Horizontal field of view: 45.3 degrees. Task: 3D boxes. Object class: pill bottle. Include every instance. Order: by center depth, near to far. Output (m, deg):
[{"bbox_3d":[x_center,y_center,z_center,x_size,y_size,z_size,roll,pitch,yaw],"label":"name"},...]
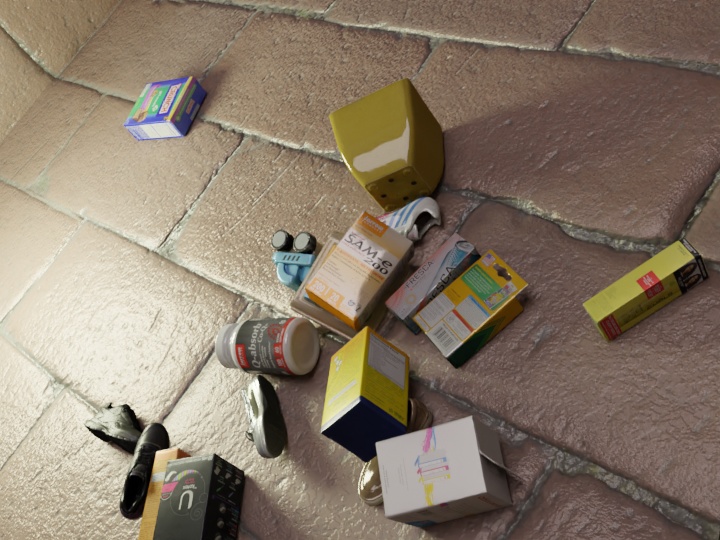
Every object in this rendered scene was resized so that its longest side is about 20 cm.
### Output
[{"bbox_3d":[-0.193,0.156,1.770,0.199,0.116,0.116,-4,56,32],"label":"pill bottle"}]

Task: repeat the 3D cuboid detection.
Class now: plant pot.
[{"bbox_3d":[0.067,-0.246,1.847,0.195,0.194,0.201,-21,54,20],"label":"plant pot"}]

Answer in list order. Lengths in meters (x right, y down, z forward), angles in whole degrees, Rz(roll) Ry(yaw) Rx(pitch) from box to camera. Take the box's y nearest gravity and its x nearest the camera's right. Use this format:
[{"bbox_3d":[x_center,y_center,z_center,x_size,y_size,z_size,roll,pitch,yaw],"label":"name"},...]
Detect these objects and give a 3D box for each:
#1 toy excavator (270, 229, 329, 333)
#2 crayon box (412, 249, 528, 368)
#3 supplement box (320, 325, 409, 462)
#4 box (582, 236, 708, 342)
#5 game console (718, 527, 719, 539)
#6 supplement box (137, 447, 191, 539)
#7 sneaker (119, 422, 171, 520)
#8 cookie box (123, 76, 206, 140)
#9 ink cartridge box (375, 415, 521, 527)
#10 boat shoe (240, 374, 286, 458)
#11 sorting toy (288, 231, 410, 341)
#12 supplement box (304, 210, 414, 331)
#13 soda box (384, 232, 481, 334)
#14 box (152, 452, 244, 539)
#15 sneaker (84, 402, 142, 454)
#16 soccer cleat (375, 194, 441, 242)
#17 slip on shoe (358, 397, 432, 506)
[{"bbox_3d":[-0.115,0.026,1.845,0.194,0.100,0.201,6,76,36],"label":"toy excavator"},{"bbox_3d":[0.210,0.071,1.604,0.200,0.052,0.126,-42,45,2],"label":"crayon box"},{"bbox_3d":[0.011,0.218,1.533,0.109,0.109,0.200,-42,22,28],"label":"supplement box"},{"bbox_3d":[0.475,0.033,1.437,0.200,0.075,0.050,-34,46,7],"label":"box"},{"bbox_3d":[0.559,0.323,1.133,0.175,0.116,0.201,1,58,34],"label":"game console"},{"bbox_3d":[-0.384,0.459,1.710,0.069,0.067,0.201,-15,50,25],"label":"supplement box"},{"bbox_3d":[-0.437,0.404,1.758,0.075,0.088,0.201,13,65,-3],"label":"sneaker"},{"bbox_3d":[-0.571,-0.472,2.523,0.199,0.075,0.172,2,59,34],"label":"cookie box"},{"bbox_3d":[0.146,0.325,1.391,0.199,0.129,0.126,-20,60,20],"label":"ink cartridge box"},{"bbox_3d":[-0.197,0.295,1.704,0.065,0.074,0.202,-36,41,14],"label":"boat shoe"},{"bbox_3d":[-0.023,0.032,1.750,0.185,0.037,0.200,26,71,15],"label":"sorting toy"},{"bbox_3d":[0.000,0.000,1.704,0.126,0.074,0.200,33,77,15],"label":"supplement box"},{"bbox_3d":[0.145,0.026,1.674,0.200,0.064,0.068,-45,45,-2],"label":"soda box"},{"bbox_3d":[-0.305,0.463,1.625,0.122,0.106,0.201,-16,51,25],"label":"box"},{"bbox_3d":[-0.521,0.339,1.892,0.199,0.076,0.091,14,57,36],"label":"sneaker"},{"bbox_3d":[0.077,-0.082,1.795,0.200,0.070,0.087,-32,45,10],"label":"soccer cleat"},{"bbox_3d":[0.053,0.316,1.521,0.076,0.061,0.200,27,75,43],"label":"slip on shoe"}]
